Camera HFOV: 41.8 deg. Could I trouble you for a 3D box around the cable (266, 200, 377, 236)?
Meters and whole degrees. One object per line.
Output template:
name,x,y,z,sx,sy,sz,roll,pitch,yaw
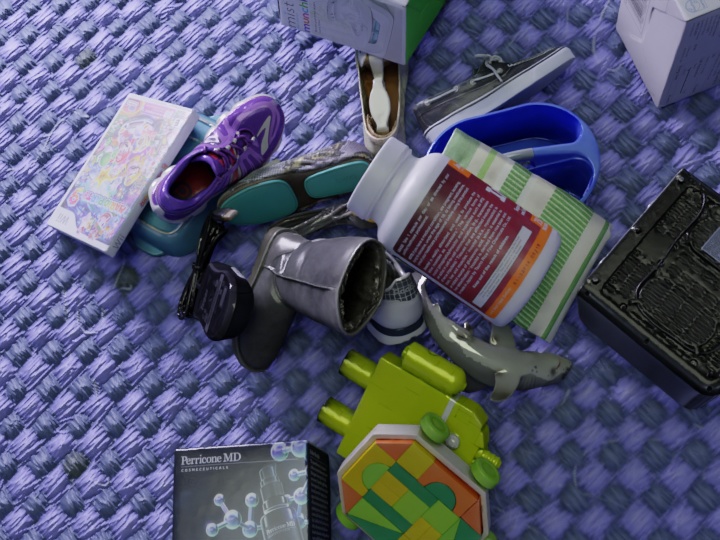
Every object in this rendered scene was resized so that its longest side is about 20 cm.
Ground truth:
cable,-0.017,-0.078,1.100,0.197,0.051,0.098,-3,36,24

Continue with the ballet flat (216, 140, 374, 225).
ballet flat,-0.077,-0.108,1.135,0.197,0.072,0.073,-16,70,5

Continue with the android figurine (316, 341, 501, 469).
android figurine,0.053,0.172,0.999,0.199,0.041,0.184,31,107,16

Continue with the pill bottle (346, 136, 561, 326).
pill bottle,0.091,-0.043,0.944,0.199,0.113,0.114,34,80,2

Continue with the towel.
towel,0.151,-0.035,1.007,0.198,0.023,0.154,30,96,3

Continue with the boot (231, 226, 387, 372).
boot,-0.056,0.042,1.004,0.199,0.072,0.185,18,98,51

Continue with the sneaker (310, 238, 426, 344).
sneaker,0.000,0.000,1.039,0.076,0.081,0.199,-33,41,-25

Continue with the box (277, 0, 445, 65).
box,0.017,-0.372,1.150,0.174,0.097,0.201,20,58,15

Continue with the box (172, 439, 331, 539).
box,-0.110,0.288,0.983,0.146,0.107,0.203,-6,71,9

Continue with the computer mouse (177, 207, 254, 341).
computer mouse,-0.147,0.003,1.053,0.045,0.199,0.142,17,89,-25

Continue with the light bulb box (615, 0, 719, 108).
light bulb box,0.405,-0.305,1.034,0.197,0.198,0.126,-21,72,1

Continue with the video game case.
video game case,-0.295,-0.123,1.166,0.142,0.018,0.202,20,76,40

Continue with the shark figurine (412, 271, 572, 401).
shark figurine,0.111,0.087,1.028,0.213,0.090,0.128,36,47,11

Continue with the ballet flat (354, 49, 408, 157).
ballet flat,0.027,-0.233,1.150,0.066,0.062,0.203,-9,71,7

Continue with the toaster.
toaster,0.350,0.026,0.979,0.199,0.119,0.181,40,83,19

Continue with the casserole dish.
casserole dish,-0.220,-0.113,1.169,0.120,0.039,0.202,28,80,18

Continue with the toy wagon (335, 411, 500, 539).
toy wagon,0.073,0.244,0.960,0.200,0.040,0.156,41,113,0

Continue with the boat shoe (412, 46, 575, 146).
boat shoe,0.155,-0.222,1.118,0.198,0.074,0.069,-30,84,9

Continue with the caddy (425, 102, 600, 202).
caddy,0.168,-0.106,1.060,0.197,0.105,0.143,-14,69,6

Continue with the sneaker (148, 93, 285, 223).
sneaker,-0.159,-0.129,1.105,0.081,0.083,0.200,47,73,-12
